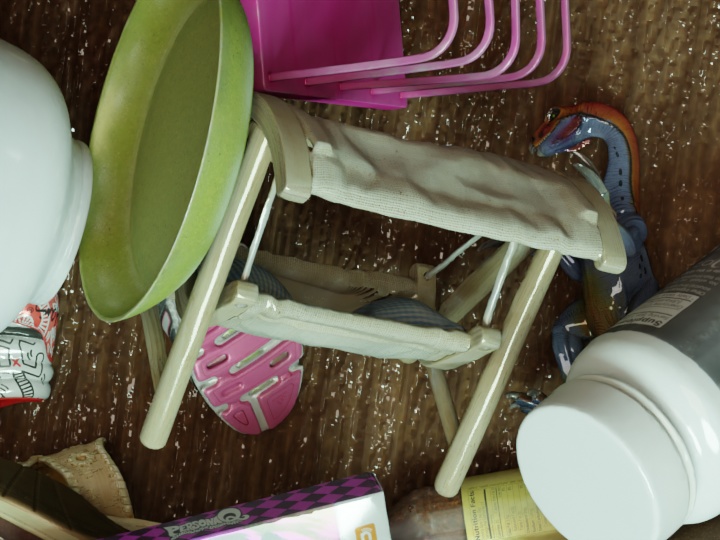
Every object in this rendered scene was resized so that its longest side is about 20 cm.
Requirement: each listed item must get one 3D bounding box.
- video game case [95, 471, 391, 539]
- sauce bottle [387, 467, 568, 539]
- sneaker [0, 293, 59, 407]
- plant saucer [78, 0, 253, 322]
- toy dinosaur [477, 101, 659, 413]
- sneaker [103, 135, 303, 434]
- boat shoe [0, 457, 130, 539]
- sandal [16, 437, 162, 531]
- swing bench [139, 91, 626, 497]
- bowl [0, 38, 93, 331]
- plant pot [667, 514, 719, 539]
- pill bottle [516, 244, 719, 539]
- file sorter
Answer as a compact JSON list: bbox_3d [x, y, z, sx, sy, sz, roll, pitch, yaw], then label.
[{"bbox_3d":[-0.070,0.219,1.186,0.199,0.036,0.182,-12,108,-10],"label":"video game case"},{"bbox_3d":[0.069,0.152,1.278,0.199,0.066,0.066,-11,89,8],"label":"sauce bottle"},{"bbox_3d":[-0.281,0.041,1.307,0.201,0.067,0.108,-3,84,2],"label":"sneaker"},{"bbox_3d":[-0.099,-0.069,1.138,0.031,0.200,0.201,13,91,-23],"label":"plant saucer"},{"bbox_3d":[0.140,0.000,1.283,0.105,0.200,0.182,-1,64,42],"label":"toy dinosaur"},{"bbox_3d":[-0.101,0.005,1.293,0.074,0.087,0.200,-35,110,-16],"label":"sneaker"},{"bbox_3d":[-0.164,0.173,1.232,0.200,0.072,0.072,31,98,-14],"label":"boat shoe"},{"bbox_3d":[-0.154,0.137,1.308,0.211,0.078,0.070,16,60,-1],"label":"sandal"},{"bbox_3d":[0.000,0.000,1.171,0.198,0.130,0.200,13,127,-26],"label":"swing bench"},{"bbox_3d":[-0.208,-0.037,1.210,0.090,0.201,0.202,16,92,-24],"label":"bowl"},{"bbox_3d":[0.216,0.204,1.195,0.198,0.200,0.200,-36,86,-15],"label":"plant pot"},{"bbox_3d":[0.182,0.065,1.168,0.200,0.113,0.113,-34,86,-34],"label":"pill bottle"},{"bbox_3d":[0.028,-0.168,1.199,0.125,0.200,0.140,-5,90,23],"label":"file sorter"}]
